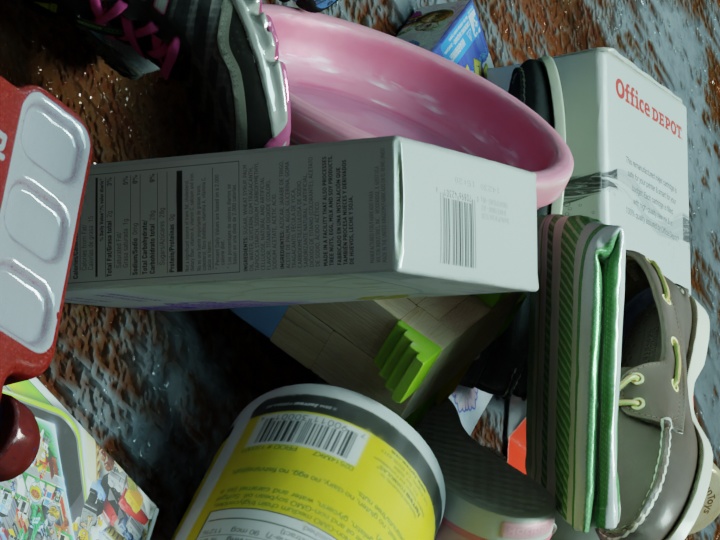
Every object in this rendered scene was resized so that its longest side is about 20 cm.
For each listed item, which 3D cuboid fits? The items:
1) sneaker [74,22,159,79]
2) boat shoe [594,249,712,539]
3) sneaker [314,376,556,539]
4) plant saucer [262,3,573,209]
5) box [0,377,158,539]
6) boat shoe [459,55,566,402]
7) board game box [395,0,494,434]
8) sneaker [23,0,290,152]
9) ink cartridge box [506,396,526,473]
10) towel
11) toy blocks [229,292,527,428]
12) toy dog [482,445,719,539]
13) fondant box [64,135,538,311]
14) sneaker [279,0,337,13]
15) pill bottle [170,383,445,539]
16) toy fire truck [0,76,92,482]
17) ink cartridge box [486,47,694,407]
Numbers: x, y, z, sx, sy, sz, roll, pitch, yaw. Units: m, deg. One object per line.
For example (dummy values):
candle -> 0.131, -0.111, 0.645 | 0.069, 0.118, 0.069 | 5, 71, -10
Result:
sneaker -> -0.085, -0.187, 1.026 | 0.079, 0.095, 0.201 | 38, 52, -53
boat shoe -> 0.143, 0.070, 1.147 | 0.060, 0.072, 0.200 | 47, 35, -26
sneaker -> 0.028, 0.129, 1.135 | 0.075, 0.200, 0.105 | -4, 113, -28
plant saucer -> 0.009, -0.072, 1.116 | 0.200, 0.200, 0.051 | -22, 138, -62
box -> -0.158, 0.093, 0.893 | 0.200, 0.035, 0.110 | 54, 40, -44
boat shoe -> 0.079, -0.026, 1.251 | 0.075, 0.066, 0.200 | 166, -72, -85
board game box -> 0.048, -0.030, 1.304 | 0.200, 0.041, 0.200 | -55, 132, -51
sneaker -> -0.105, -0.124, 0.950 | 0.087, 0.074, 0.200 | -31, 86, -17
ink cartridge box -> 0.152, 0.107, 1.469 | 0.160, 0.047, 0.201 | 41, 48, -52
towel -> 0.106, 0.048, 1.101 | 0.200, 0.023, 0.153 | -158, -112, -87
toy blocks -> 0.000, 0.000, 1.115 | 0.100, 0.137, 0.200 | -59, 169, 24
toy dog -> 0.112, 0.129, 1.243 | 0.200, 0.132, 0.096 | -45, 120, -15
fondant box -> -0.039, -0.016, 0.965 | 0.144, 0.199, 0.058 | 8, 81, -62
sneaker -> -0.021, -0.177, 1.141 | 0.200, 0.078, 0.090 | -56, 141, -69
pill bottle -> -0.040, 0.154, 0.986 | 0.115, 0.114, 0.200 | 66, 31, -29
toy fire truck -> -0.167, -0.002, 0.786 | 0.168, 0.112, 0.201 | 36, 49, -45
ink cartridge box -> 0.143, -0.020, 1.348 | 0.144, 0.083, 0.201 | 22, 66, -59
